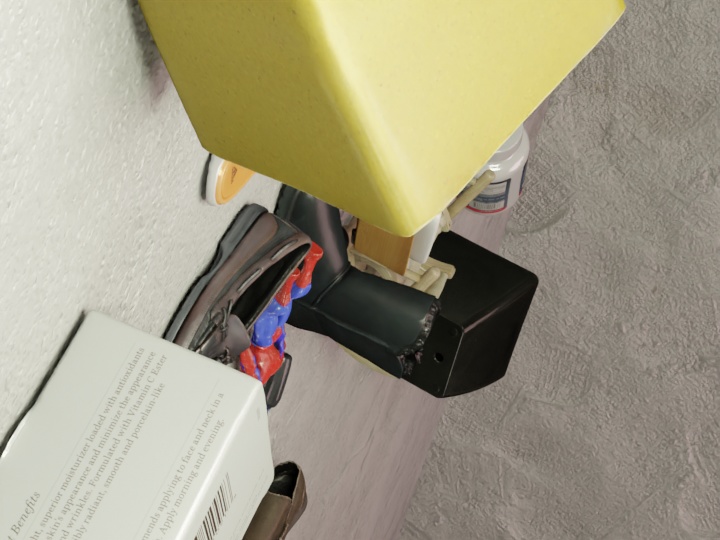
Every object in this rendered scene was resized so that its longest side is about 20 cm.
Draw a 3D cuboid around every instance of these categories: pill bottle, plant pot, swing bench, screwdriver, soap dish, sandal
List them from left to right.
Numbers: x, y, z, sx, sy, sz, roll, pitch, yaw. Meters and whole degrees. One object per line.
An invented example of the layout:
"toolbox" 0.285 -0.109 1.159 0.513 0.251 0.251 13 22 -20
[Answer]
"screwdriver" -0.111 0.181 1.461 0.028 0.029 0.201 -15 121 -77
"sandal" -0.055 -0.111 1.079 0.079 0.059 0.207 101 15 -47
"plant pot" -0.011 -0.176 0.736 0.194 0.195 0.200 -47 133 -18
"swing bench" 0.047 -0.018 1.628 0.200 0.129 0.199 109 8 -47
"soap dish" 0.041 -0.115 1.353 0.157 0.081 0.201 100 -3 -72
"plant pot" 0.122 0.078 2.075 0.177 0.199 0.201 -35 148 -51
"pill bottle" 0.198 -0.177 2.094 0.200 0.119 0.120 86 28 -68

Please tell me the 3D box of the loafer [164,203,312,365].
"loafer" -0.105 0.034 1.108 0.072 0.063 0.201 93 21 -60

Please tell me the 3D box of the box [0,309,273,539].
"box" -0.159 0.169 0.915 0.200 0.130 0.200 92 22 -63

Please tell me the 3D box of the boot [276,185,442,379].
"boot" 0.000 0.000 1.290 0.076 0.167 0.201 -56 164 -48

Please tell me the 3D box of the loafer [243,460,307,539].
"loafer" -0.117 0.289 1.592 0.200 0.073 0.071 -61 158 -58

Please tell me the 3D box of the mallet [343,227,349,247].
"mallet" -0.024 -0.091 1.365 0.066 0.041 0.201 -58 162 -59

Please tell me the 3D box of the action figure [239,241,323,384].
"action figure" -0.087 0.051 1.282 0.065 0.052 0.200 -50 164 -45
